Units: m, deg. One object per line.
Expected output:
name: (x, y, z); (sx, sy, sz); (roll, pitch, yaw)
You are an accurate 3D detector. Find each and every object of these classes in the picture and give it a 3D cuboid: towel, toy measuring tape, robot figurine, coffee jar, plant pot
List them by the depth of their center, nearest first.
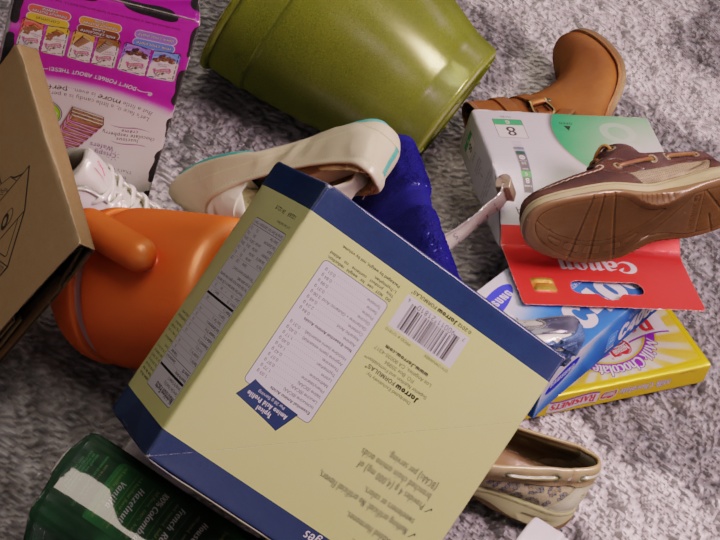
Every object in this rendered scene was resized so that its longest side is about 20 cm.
coffee jar: (-0.117, 0.196, 1.355); (0.199, 0.105, 0.085); (29, 51, 8)
robot figurine: (-0.137, 0.013, 1.478); (0.199, 0.118, 0.143); (6, 7, 34)
towel: (0.000, 0.000, 1.529); (0.050, 0.147, 0.201); (49, 15, -35)
toy measuring tape: (0.028, -0.018, 1.623); (0.200, 0.074, 0.074); (-41, 67, -11)
plant pot: (0.002, -0.188, 1.745); (0.193, 0.201, 0.201); (39, 44, 1)

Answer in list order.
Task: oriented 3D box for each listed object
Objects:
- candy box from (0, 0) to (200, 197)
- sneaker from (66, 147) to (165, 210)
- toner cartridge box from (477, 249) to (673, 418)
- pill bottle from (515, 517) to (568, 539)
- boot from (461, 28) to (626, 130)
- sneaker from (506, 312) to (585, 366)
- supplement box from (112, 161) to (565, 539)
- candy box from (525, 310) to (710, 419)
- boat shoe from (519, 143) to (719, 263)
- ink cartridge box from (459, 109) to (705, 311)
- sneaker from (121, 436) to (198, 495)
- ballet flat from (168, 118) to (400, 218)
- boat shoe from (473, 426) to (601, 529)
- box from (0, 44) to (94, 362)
candy box: (-0.207, -0.138, 1.579); (0.135, 0.201, 0.061); (12, 38, -13)
sneaker: (-0.193, -0.042, 1.564); (0.198, 0.100, 0.078); (12, 43, -11)
toner cartridge box: (0.154, 0.031, 1.637); (0.095, 0.043, 0.200); (32, 40, 21)
pill bottle: (0.177, 0.256, 1.412); (0.199, 0.112, 0.111); (34, 44, 12)
boot: (0.158, -0.141, 1.833); (0.153, 0.074, 0.201); (-1, 45, -18)
sneaker: (0.064, 0.038, 1.531); (0.198, 0.077, 0.086); (-5, 71, 14)
supplement box: (-0.018, 0.074, 1.349); (0.199, 0.201, 0.134); (35, -2, -17)
candy box: (0.173, 0.061, 1.667); (0.199, 0.027, 0.103); (-9, 52, -30)
boat shoe: (0.203, -0.061, 1.639); (0.198, 0.073, 0.072); (-12, 44, -22)
ink cartridge box: (0.180, -0.051, 1.677); (0.159, 0.050, 0.201); (2, 38, -17)
sneaker: (-0.088, 0.124, 1.466); (0.199, 0.071, 0.080); (-21, 60, -38)
ballet flat: (-0.061, -0.060, 1.555); (0.069, 0.199, 0.070); (35, 47, -48)
boat shoe: (0.077, 0.124, 1.519); (0.199, 0.063, 0.074); (19, 38, -18)
box: (-0.259, -0.038, 1.491); (0.021, 0.164, 0.201); (18, 38, -39)
